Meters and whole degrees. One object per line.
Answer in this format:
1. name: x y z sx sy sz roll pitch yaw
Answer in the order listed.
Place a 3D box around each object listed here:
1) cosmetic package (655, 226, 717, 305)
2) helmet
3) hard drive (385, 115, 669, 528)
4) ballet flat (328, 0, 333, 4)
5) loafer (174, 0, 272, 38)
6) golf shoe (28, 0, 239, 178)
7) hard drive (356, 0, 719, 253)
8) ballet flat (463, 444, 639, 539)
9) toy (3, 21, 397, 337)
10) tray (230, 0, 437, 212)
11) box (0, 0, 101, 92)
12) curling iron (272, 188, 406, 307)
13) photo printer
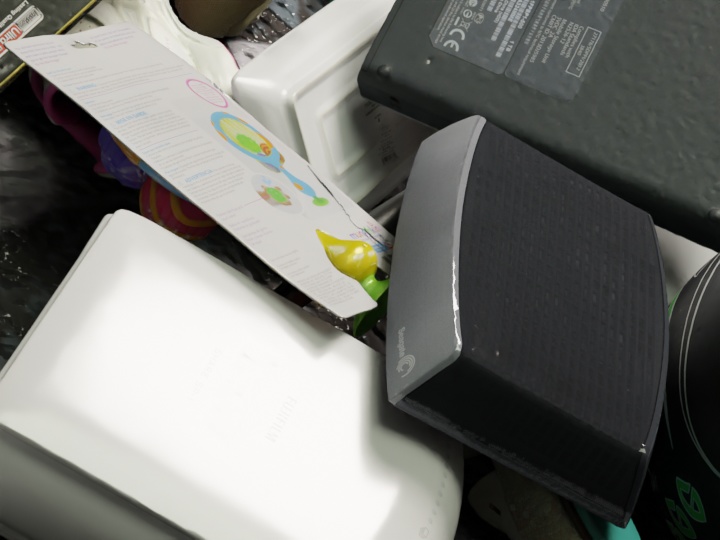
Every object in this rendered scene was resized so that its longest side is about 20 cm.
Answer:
1. cosmetic package: 0.140 0.002 1.362 0.200 0.081 0.113 -6 48 -41
2. helmet: 0.228 0.064 1.250 0.200 0.200 0.191 6 49 -33
3. hard drive: 0.079 0.014 1.184 0.135 0.042 0.200 29 34 -14
4. ballet flat: 0.018 -0.158 1.485 0.062 0.067 0.200 30 33 -15
5. loafer: -0.070 -0.177 1.441 0.076 0.068 0.200 31 17 -3
6. golf shoe: -0.132 -0.118 1.309 0.091 0.075 0.200 -12 52 -42
7. hard drive: 0.118 -0.111 1.310 0.200 0.033 0.140 24 76 13
8. ballet flat: 0.072 0.082 1.214 0.067 0.062 0.200 34 27 -45
9. toy: -0.068 -0.036 1.204 0.200 0.047 0.115 36 21 15
10. tray: 0.000 -0.082 1.349 0.022 0.108 0.200 -5 20 28
11. box: -0.174 -0.189 1.253 0.160 0.049 0.200 47 69 -5
12. curling iron: 0.000 0.000 1.245 0.050 0.026 0.200 38 54 13
13. photo printer: -0.055 0.079 1.106 0.200 0.069 0.166 31 40 -1
